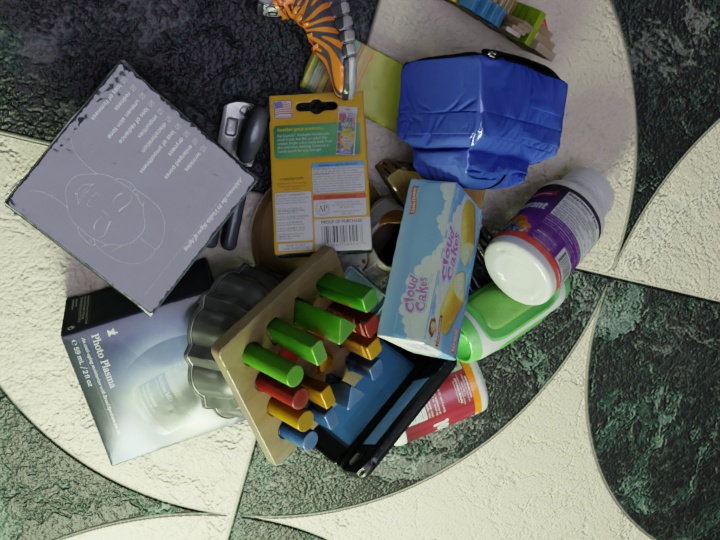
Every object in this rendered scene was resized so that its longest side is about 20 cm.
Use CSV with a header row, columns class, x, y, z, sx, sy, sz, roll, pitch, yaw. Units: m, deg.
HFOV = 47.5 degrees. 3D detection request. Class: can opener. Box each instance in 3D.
class,x,y,z,sx,sy,sz,roll,pitch,yaw
can opener,-0.166,-0.120,1.056,0.052,0.067,0.203,8,112,-20

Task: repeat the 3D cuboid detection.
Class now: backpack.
class,x,y,z,sx,sy,sz,roll,pitch,yaw
backpack,0.160,-0.191,1.053,0.198,0.161,0.171,-4,105,-41

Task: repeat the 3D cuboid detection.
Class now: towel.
class,x,y,z,sx,sy,sz,roll,pitch,yaw
towel,0.021,-0.243,1.087,0.198,0.018,0.087,22,106,-23

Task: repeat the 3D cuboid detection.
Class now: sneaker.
class,x,y,z,sx,sy,sz,roll,pitch,yaw
sneaker,-0.067,-0.301,0.999,0.110,0.078,0.204,-11,87,-3
sneaker,0.000,0.000,1.107,0.072,0.085,0.202,23,106,-24

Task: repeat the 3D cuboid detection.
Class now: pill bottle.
class,x,y,z,sx,sy,sz,roll,pitch,yaw
pill bottle,0.081,0.189,1.215,0.197,0.113,0.114,-21,115,-7
pill bottle,0.272,-0.055,1.148,0.200,0.111,0.112,-44,119,-28

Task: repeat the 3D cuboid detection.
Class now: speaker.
class,x,y,z,sx,sy,sz,roll,pitch,yaw
speaker,0.211,0.054,1.189,0.198,0.088,0.090,-30,117,-25

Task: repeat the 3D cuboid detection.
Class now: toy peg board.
class,x,y,z,sx,sy,sz,roll,pitch,yaw
toy peg board,-0.047,0.115,0.986,0.200,0.097,0.201,-43,131,-29

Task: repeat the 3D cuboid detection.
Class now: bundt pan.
class,x,y,z,sx,sy,sz,roll,pitch,yaw
bundt pan,-0.123,0.096,1.039,0.200,0.075,0.206,-12,106,-51

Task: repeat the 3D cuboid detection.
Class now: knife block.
class,x,y,z,sx,sy,sz,roll,pitch,yaw
knife block,0.105,-0.054,1.155,0.197,0.064,0.178,7,107,-19

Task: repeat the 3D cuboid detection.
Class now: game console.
class,x,y,z,sx,sy,sz,roll,pitch,yaw
game console,0.012,0.166,1.110,0.116,0.176,0.200,41,75,-1

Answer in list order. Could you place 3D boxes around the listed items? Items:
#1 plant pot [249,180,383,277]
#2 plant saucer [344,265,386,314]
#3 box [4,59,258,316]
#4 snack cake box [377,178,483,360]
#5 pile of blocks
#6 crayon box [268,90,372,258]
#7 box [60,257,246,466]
class,x,y,z,sx,sy,sz,roll,pitch,yaw
plant pot,-0.056,-0.052,1.131,0.197,0.028,0.203,-6,112,-14
plant saucer,-0.035,0.080,1.120,0.070,0.019,0.201,39,122,3
box,-0.257,-0.093,0.936,0.196,0.124,0.201,40,85,-17
snack cake box,0.091,0.000,1.030,0.115,0.066,0.203,32,68,-61
pile of blocks,0.182,-0.345,1.057,0.198,0.082,0.063,23,103,-22
crayon box,-0.051,-0.121,1.050,0.123,0.052,0.204,-3,86,0
box,-0.266,0.117,1.084,0.195,0.123,0.203,-18,115,-10
